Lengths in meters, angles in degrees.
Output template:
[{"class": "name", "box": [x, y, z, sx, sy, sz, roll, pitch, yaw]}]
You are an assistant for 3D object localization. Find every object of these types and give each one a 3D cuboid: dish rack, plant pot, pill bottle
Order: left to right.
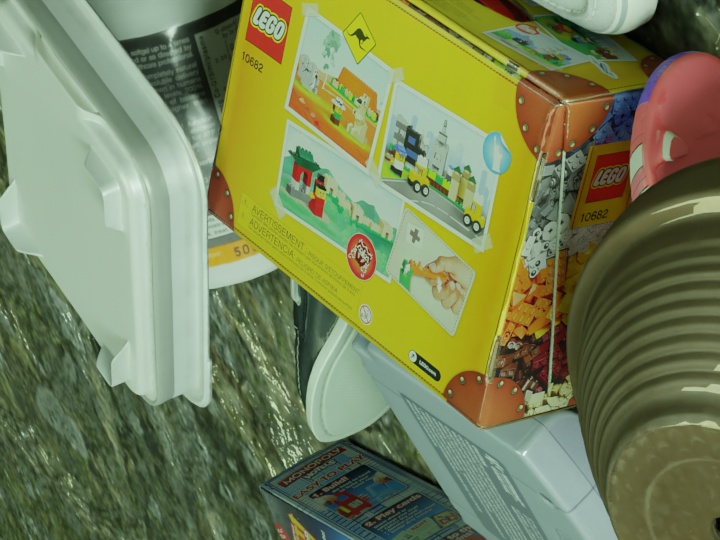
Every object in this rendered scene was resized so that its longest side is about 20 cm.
[{"class": "dish rack", "box": [-0.130, -0.036, 1.256, 0.172, 0.043, 0.201, 53, 155, 31]}, {"class": "pill bottle", "box": [-0.088, -0.101, 1.306, 0.116, 0.116, 0.201, 24, 135, 54]}, {"class": "plant pot", "box": [0.150, 0.066, 0.944, 0.200, 0.093, 0.202, 21, 134, 24]}]

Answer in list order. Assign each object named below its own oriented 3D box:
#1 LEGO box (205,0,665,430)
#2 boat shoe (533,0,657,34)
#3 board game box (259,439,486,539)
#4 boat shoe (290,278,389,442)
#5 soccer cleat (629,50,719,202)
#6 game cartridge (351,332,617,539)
[{"class": "LEGO box", "box": [0.031, -0.051, 1.107, 0.200, 0.077, 0.150, 38, 126, 40]}, {"class": "boat shoe", "box": [0.036, -0.154, 1.060, 0.200, 0.068, 0.072, 49, 152, 27]}, {"class": "board game box", "box": [0.029, 0.189, 1.431, 0.200, 0.061, 0.201, 38, 146, 46]}, {"class": "boat shoe", "box": [0.000, 0.000, 1.292, 0.060, 0.075, 0.201, 48, 139, 31]}, {"class": "soccer cleat", "box": [0.137, 0.008, 1.034, 0.076, 0.066, 0.201, 24, 138, 61]}, {"class": "game cartridge", "box": [0.076, 0.095, 1.188, 0.133, 0.040, 0.200, 38, 168, 36]}]
